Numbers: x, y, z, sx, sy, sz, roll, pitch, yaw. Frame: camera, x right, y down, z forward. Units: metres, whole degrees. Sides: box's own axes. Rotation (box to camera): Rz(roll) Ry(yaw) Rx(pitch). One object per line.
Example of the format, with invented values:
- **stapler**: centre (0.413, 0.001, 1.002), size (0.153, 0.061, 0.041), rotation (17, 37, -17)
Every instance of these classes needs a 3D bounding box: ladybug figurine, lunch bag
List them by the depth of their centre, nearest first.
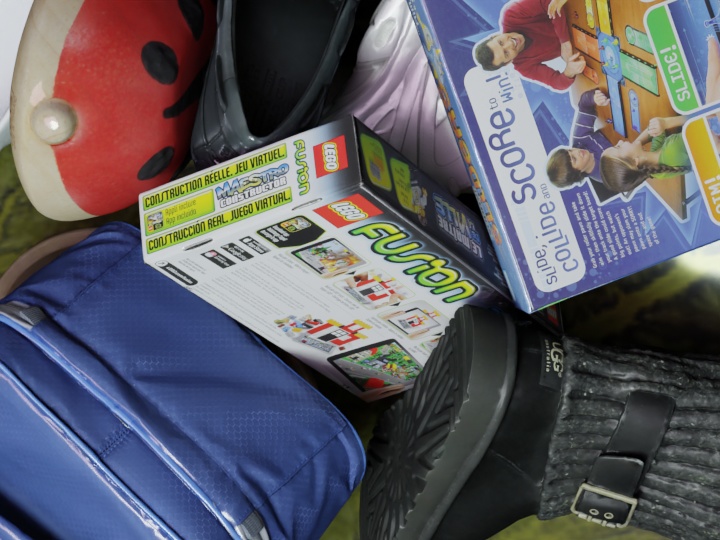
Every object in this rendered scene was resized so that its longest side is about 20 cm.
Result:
- **ladybug figurine**: centre (-0.105, -0.091, 1.221), size (0.072, 0.200, 0.136), rotation (8, 114, 8)
- **lunch bag**: centre (-0.117, 0.086, 1.236), size (0.200, 0.132, 0.136), rotation (41, 138, 6)

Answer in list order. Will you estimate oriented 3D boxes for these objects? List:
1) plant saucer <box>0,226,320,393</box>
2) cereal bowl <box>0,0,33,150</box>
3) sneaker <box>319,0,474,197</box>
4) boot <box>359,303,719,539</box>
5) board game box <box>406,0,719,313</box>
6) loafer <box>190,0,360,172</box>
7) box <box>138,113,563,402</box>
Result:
- **plant saucer**: centre (-0.099, 0.067, 1.328), size (0.199, 0.029, 0.201), rotation (13, 120, 24)
- **cereal bowl**: centre (-0.216, -0.144, 1.304), size (0.199, 0.083, 0.201), rotation (6, 105, 24)
- **sneaker**: centre (0.023, -0.052, 1.249), size (0.099, 0.078, 0.200), rotation (35, 114, 5)
- **boot**: centre (0.093, 0.100, 1.260), size (0.157, 0.080, 0.211), rotation (11, 146, -15)
- **board game box**: centre (0.100, -0.098, 1.195), size (0.135, 0.034, 0.201), rotation (-20, 96, -6)
- **loafer**: centre (-0.027, -0.130, 1.203), size (0.068, 0.070, 0.201), rotation (17, 69, -9)
- **box**: centre (0.000, 0.000, 1.212), size (0.110, 0.200, 0.035), rotation (-19, 61, 23)
